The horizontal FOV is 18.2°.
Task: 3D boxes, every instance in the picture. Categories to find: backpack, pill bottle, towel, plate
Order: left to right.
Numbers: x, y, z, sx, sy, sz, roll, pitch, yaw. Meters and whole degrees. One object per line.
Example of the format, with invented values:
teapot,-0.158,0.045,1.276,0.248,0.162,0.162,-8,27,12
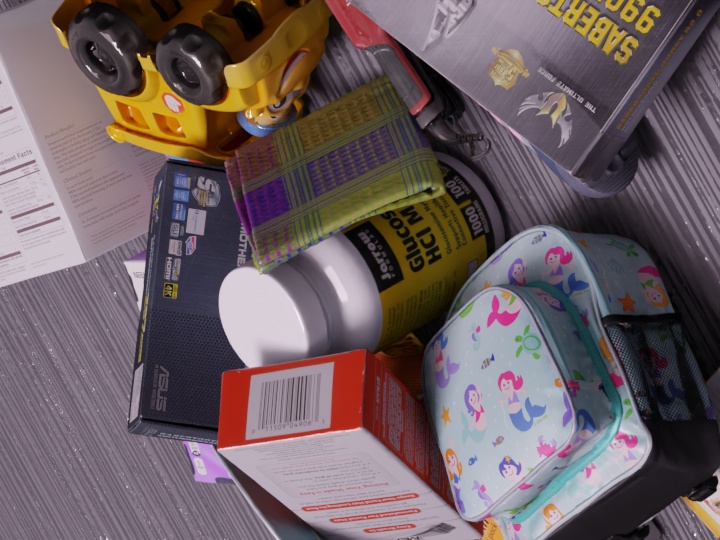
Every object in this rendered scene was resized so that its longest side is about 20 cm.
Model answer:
plate,-0.039,0.200,1.650,0.200,0.026,0.200,52,178,3
towel,-0.019,-0.069,1.542,0.200,0.143,0.023,-110,-6,-64
pill bottle,0.000,0.000,1.573,0.112,0.200,0.113,24,128,35
backpack,0.132,0.073,1.502,0.178,0.150,0.201,-44,47,43

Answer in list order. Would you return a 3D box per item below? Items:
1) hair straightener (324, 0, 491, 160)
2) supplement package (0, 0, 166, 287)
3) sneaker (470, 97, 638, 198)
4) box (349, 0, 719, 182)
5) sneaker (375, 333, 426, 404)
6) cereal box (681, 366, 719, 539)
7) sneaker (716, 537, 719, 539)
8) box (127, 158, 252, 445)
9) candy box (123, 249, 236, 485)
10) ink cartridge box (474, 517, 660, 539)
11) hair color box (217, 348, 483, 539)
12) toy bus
hair straightener,0.038,-0.149,1.555,0.041,0.077,0.200,-48,60,20
supplement package,-0.241,-0.114,1.798,0.150,0.152,0.201,-14,102,50
sneaker,0.110,-0.122,1.503,0.200,0.070,0.082,55,156,14
box,0.112,-0.177,1.414,0.200,0.048,0.159,41,103,24
sneaker,0.017,0.070,1.656,0.200,0.073,0.078,-178,77,-68
cereal box,0.285,0.113,1.464,0.144,0.039,0.200,49,138,14
sneaker,0.214,0.255,1.559,0.076,0.087,0.200,46,154,18
box,-0.080,0.030,1.641,0.051,0.157,0.201,141,137,-68
candy box,-0.087,0.070,1.804,0.167,0.071,0.201,-1,112,47
ink cartridge box,0.112,0.151,1.645,0.200,0.068,0.115,53,138,11
hair color box,-0.003,0.127,1.540,0.110,0.064,0.200,-10,148,23
toy bus,-0.107,-0.136,1.675,0.199,0.136,0.193,16,136,37
